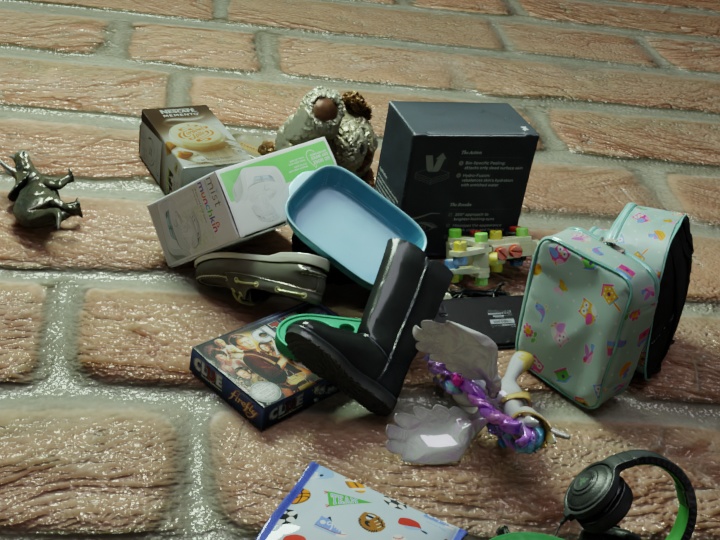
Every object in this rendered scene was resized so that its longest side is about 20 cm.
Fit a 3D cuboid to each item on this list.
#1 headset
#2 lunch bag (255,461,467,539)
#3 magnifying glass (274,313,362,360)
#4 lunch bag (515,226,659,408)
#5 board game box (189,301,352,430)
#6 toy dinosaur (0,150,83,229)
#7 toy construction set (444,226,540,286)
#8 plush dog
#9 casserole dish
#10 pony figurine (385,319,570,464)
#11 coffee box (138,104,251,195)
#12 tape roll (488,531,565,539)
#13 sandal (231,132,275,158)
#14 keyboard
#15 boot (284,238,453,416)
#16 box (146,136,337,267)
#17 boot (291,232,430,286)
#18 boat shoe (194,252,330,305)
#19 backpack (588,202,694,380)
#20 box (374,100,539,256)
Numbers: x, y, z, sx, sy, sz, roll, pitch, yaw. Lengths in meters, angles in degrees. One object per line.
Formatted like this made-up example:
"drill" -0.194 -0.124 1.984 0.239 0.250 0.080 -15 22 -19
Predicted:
"headset" 0.238 0.252 1.128 0.198 0.125 0.094 -18 12 -10
"lunch bag" -0.019 0.289 0.977 0.169 0.125 0.200 19 25 12
"magnifying glass" -0.010 0.074 1.360 0.198 0.023 0.080 -9 35 -26
"lunch bag" 0.271 0.051 1.368 0.077 0.202 0.160 -16 38 -38
"board game box" -0.085 0.106 1.337 0.135 0.035 0.199 33 38 33
"toy dinosaur" -0.438 -0.089 1.540 0.101 0.077 0.201 -13 41 -13
"toy construction set" 0.202 -0.018 1.566 0.198 0.093 0.131 10 5 -15
"plush dog" -0.047 -0.184 1.712 0.171 0.202 0.160 -11 14 -38
"casserole dish" -0.009 -0.049 1.425 0.199 0.039 0.121 37 58 7
"pony figurine" 0.130 0.135 1.266 0.191 0.168 0.200 15 15 -6
"coffee box" -0.254 -0.173 1.700 0.113 0.080 0.200 -8 36 -28
"tape roll" 0.171 0.329 0.996 0.199 0.048 0.201 16 36 -12
"sandal" -0.124 -0.185 1.778 0.198 0.054 0.080 21 33 7
"keyboard" 0.180 0.066 1.494 0.198 0.040 0.105 -1 56 -19
"boot" 0.013 0.042 1.307 0.065 0.165 0.201 -12 44 52
"box" -0.151 -0.089 1.501 0.199 0.097 0.176 -23 3 -41
"boot" -0.001 0.002 1.486 0.156 0.080 0.211 2 24 -21
"boat shoe" -0.132 0.012 1.423 0.200 0.061 0.072 0 -13 29
"backpack" 0.352 0.013 1.452 0.152 0.202 0.176 22 34 20
"box" 0.132 -0.133 1.630 0.195 0.202 0.118 -2 32 -20
